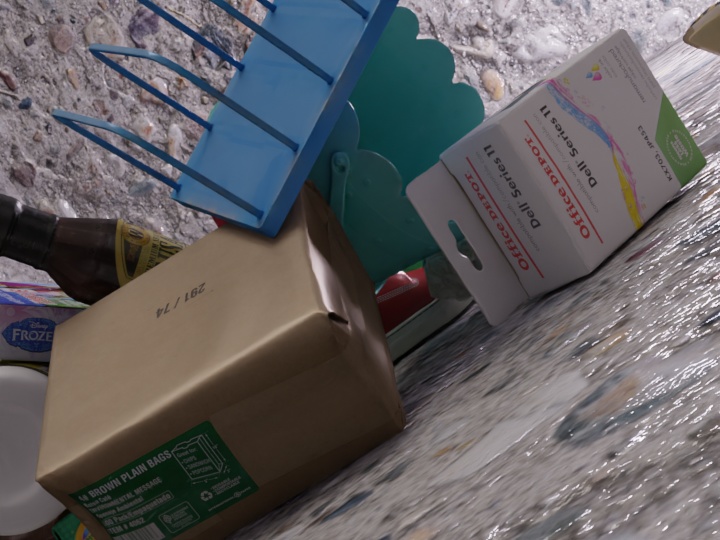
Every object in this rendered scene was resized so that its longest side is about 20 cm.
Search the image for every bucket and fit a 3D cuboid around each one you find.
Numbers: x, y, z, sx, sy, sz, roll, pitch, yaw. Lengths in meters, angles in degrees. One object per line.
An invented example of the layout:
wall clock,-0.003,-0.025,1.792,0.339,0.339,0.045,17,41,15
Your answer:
bucket,-0.003,-0.084,1.040,0.134,0.208,0.207,-33,3,30

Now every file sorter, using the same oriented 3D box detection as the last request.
file sorter,-0.081,-0.146,0.904,0.138,0.122,0.201,19,80,57

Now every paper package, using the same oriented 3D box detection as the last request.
paper package,-0.085,0.063,0.888,0.199,0.104,0.191,-30,26,8

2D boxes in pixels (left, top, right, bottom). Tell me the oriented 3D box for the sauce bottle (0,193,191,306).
sauce bottle,-0.157,0.002,0.987,0.066,0.199,0.066,-52,27,41

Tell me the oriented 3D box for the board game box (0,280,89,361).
board game box,-0.205,0.039,1.100,0.198,0.042,0.200,5,3,-28

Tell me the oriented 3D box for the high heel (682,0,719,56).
high heel,0.416,-0.261,1.384,0.199,0.072,0.143,-7,28,45

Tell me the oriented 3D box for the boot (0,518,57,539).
boot,-0.232,0.211,1.140,0.199,0.064,0.187,-9,47,37

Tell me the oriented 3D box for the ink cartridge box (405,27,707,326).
ink cartridge box,0.133,-0.064,0.966,0.200,0.118,0.067,-39,7,-38

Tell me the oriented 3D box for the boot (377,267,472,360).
boot,0.000,0.000,1.143,0.199,0.145,0.072,-34,1,-28

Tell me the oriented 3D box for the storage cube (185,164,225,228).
storage cube,-0.034,-0.082,1.430,0.171,0.181,0.199,-36,11,-34

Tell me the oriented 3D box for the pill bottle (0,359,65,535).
pill bottle,-0.237,0.116,1.049,0.112,0.113,0.200,-34,2,0

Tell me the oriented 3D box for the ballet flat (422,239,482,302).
ballet flat,0.134,-0.036,1.085,0.199,0.072,0.072,-36,3,4

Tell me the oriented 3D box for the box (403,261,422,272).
box,0.094,-0.017,1.331,0.199,0.049,0.117,-35,2,23

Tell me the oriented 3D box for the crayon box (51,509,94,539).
crayon box,-0.114,0.136,1.027,0.199,0.058,0.119,-34,3,0
